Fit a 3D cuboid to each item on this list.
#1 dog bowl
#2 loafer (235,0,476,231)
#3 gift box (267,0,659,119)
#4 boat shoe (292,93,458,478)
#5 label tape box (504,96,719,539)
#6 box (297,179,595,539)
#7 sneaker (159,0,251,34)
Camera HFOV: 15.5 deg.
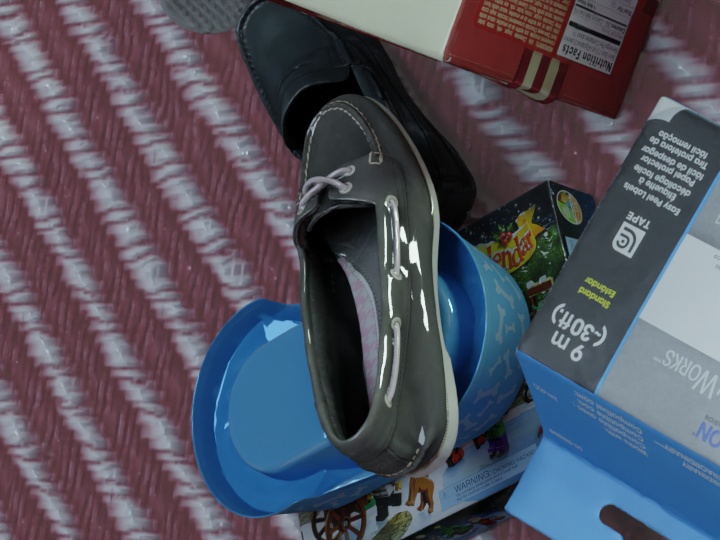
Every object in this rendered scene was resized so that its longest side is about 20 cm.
[{"bbox_3d":[0.002,0.052,1.292,0.200,0.049,0.112,-30,59,34],"label":"dog bowl"},{"bbox_3d":[-0.013,-0.087,1.383,0.068,0.070,0.201,-55,48,18],"label":"loafer"},{"bbox_3d":[0.049,-0.198,1.284,0.186,0.184,0.201,23,92,36],"label":"gift box"},{"bbox_3d":[0.000,0.000,1.233,0.067,0.057,0.201,-30,59,35],"label":"boat shoe"},{"bbox_3d":[0.150,0.044,1.162,0.144,0.063,0.200,30,90,37],"label":"label tape box"},{"bbox_3d":[0.044,0.060,1.311,0.200,0.038,0.137,-31,60,35],"label":"box"},{"bbox_3d":[-0.064,-0.232,1.424,0.201,0.072,0.115,121,166,-54],"label":"sneaker"}]
